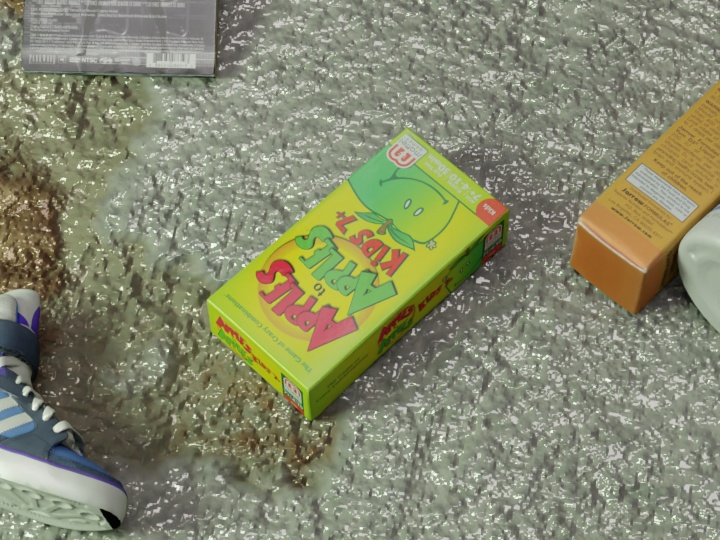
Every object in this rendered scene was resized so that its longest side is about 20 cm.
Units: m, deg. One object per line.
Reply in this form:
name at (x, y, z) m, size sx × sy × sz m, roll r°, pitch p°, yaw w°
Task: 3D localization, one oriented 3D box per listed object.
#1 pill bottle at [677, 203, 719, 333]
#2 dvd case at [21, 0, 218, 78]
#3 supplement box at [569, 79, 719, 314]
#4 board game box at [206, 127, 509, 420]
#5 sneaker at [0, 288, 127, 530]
pill bottle at (0.324, -0.038, 1.387) m, size 0.200 × 0.112 × 0.112 m, roll -39°, pitch 67°, yaw -19°
dvd case at (-0.180, -0.247, 1.523) m, size 0.148 × 0.016 × 0.201 m, roll 1°, pitch 85°, yaw 2°
supplement box at (0.238, -0.064, 1.430) m, size 0.069 × 0.067 × 0.200 m, roll 37°, pitch 67°, yaw 20°
board game box at (0.000, 0.000, 1.405) m, size 0.102 × 0.048 × 0.200 m, roll 40°, pitch 67°, yaw 21°
sneaker at (-0.226, 0.079, 1.340) m, size 0.199 × 0.081 × 0.147 m, roll 15°, pitch 65°, yaw 15°
